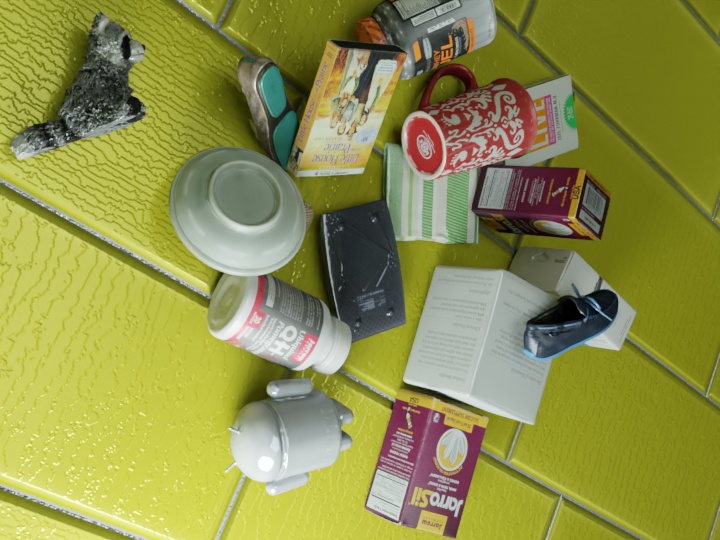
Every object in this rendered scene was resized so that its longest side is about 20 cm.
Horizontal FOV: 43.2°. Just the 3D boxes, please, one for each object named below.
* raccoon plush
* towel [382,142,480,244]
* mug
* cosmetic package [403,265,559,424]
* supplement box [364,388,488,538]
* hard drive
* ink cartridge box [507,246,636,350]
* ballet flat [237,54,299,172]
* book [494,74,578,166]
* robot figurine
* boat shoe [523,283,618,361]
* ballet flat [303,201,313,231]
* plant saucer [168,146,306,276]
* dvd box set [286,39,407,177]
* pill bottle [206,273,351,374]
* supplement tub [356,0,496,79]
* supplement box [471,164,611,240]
[{"bbox_3d":[-0.358,-0.237,1.138,0.197,0.096,0.137,-24,98,-31],"label":"raccoon plush"},{"bbox_3d":[0.119,-0.122,1.505,0.196,0.023,0.157,3,90,-33],"label":"towel"},{"bbox_3d":[0.159,-0.234,1.476,0.197,0.177,0.136,-22,137,-33],"label":"mug"},{"bbox_3d":[0.201,0.116,1.475,0.164,0.166,0.204,24,79,-34],"label":"cosmetic package"},{"bbox_3d":[0.107,0.310,1.468,0.129,0.102,0.204,22,81,-34],"label":"supplement box"},{"bbox_3d":[0.000,0.000,1.416,0.133,0.042,0.205,-16,101,-33],"label":"hard drive"},{"bbox_3d":[0.367,0.049,1.608,0.199,0.144,0.085,38,72,-28],"label":"ink cartridge box"},{"bbox_3d":[-0.131,-0.227,1.292,0.068,0.066,0.202,-48,150,-28],"label":"ballet flat"},{"bbox_3d":[0.305,-0.260,1.616,0.197,0.048,0.137,-23,109,-33],"label":"book"},{"bbox_3d":[-0.105,0.238,1.313,0.196,0.112,0.174,-8,103,-33],"label":"robot figurine"},{"bbox_3d":[0.333,0.071,1.405,0.198,0.083,0.070,-30,121,-34],"label":"boat shoe"},{"bbox_3d":[-0.139,-0.057,1.305,0.197,0.065,0.072,-20,105,-32],"label":"ballet flat"},{"bbox_3d":[-0.161,-0.093,1.244,0.196,0.050,0.204,11,59,-19],"label":"plant saucer"},{"bbox_3d":[-0.020,-0.233,1.323,0.144,0.029,0.203,-8,130,-45],"label":"dvd box set"},{"bbox_3d":[-0.112,0.077,1.303,0.198,0.110,0.113,27,77,-32],"label":"pill bottle"},{"bbox_3d":[0.100,-0.374,1.398,0.197,0.122,0.125,-25,107,-8],"label":"supplement tub"},{"bbox_3d":[0.298,-0.113,1.508,0.110,0.197,0.088,28,75,-47],"label":"supplement box"}]
